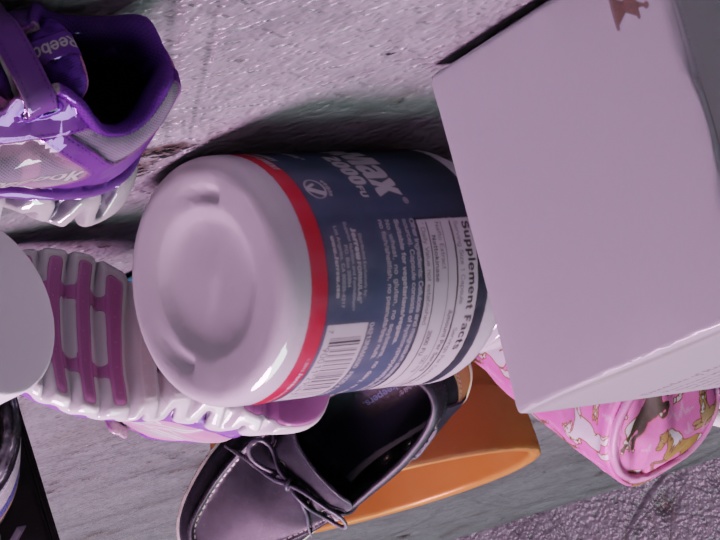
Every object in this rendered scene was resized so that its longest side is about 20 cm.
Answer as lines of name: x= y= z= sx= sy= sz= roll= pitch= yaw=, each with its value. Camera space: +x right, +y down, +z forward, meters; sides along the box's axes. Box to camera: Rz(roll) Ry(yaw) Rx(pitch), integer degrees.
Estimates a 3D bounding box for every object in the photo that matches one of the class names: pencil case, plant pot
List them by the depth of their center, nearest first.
pencil case: x=0.102 y=0.029 z=1.385 sx=0.087 sy=0.200 sz=0.083 roll=-45 pitch=135 yaw=-6
plant pot: x=-0.007 y=0.068 z=1.549 sx=0.200 sy=0.140 sz=0.200 roll=-14 pitch=169 yaw=-3

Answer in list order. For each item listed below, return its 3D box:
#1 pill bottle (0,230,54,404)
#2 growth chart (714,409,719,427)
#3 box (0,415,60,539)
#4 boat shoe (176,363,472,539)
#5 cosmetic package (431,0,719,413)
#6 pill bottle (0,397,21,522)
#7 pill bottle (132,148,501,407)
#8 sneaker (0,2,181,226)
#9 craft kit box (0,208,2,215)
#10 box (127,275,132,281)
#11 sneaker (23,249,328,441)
pill bottle: x=-0.242 y=0.047 z=1.217 sx=0.200 sy=0.113 sz=0.113 roll=-24 pitch=166 yaw=33
growth chart: x=0.233 y=0.009 z=1.437 sx=0.145 sy=0.018 sz=0.200 roll=23 pitch=108 yaw=-43
box: x=-0.277 y=0.171 z=1.538 sx=0.200 sy=0.199 sz=0.050 roll=-10 pitch=147 yaw=-18
boat shoe: x=-0.026 y=0.101 z=1.405 sx=0.200 sy=0.075 sz=0.062 roll=-37 pitch=-171 yaw=22
cosmetic package: x=0.172 y=-0.045 z=1.170 sx=0.200 sy=0.168 sz=0.166 roll=-5 pitch=166 yaw=-37
pill bottle: x=-0.240 y=0.092 z=1.434 sx=0.112 sy=0.112 sz=0.200 roll=-13 pitch=168 yaw=-10
pill bottle: x=0.000 y=0.000 z=1.286 sx=0.200 sy=0.120 sz=0.120 roll=-4 pitch=164 yaw=-43
sneaker: x=-0.144 y=-0.059 z=0.949 sx=0.200 sy=0.081 sz=0.088 roll=-11 pitch=162 yaw=-44
craft kit box: x=-0.247 y=0.041 z=1.042 sx=0.197 sy=0.049 sz=0.200 roll=-8 pitch=126 yaw=-38
box: x=-0.078 y=0.018 z=1.443 sx=0.200 sy=0.049 sz=0.082 roll=-24 pitch=165 yaw=36
sneaker: x=-0.119 y=0.048 z=1.333 sx=0.200 sy=0.081 sz=0.088 roll=14 pitch=158 yaw=-28
